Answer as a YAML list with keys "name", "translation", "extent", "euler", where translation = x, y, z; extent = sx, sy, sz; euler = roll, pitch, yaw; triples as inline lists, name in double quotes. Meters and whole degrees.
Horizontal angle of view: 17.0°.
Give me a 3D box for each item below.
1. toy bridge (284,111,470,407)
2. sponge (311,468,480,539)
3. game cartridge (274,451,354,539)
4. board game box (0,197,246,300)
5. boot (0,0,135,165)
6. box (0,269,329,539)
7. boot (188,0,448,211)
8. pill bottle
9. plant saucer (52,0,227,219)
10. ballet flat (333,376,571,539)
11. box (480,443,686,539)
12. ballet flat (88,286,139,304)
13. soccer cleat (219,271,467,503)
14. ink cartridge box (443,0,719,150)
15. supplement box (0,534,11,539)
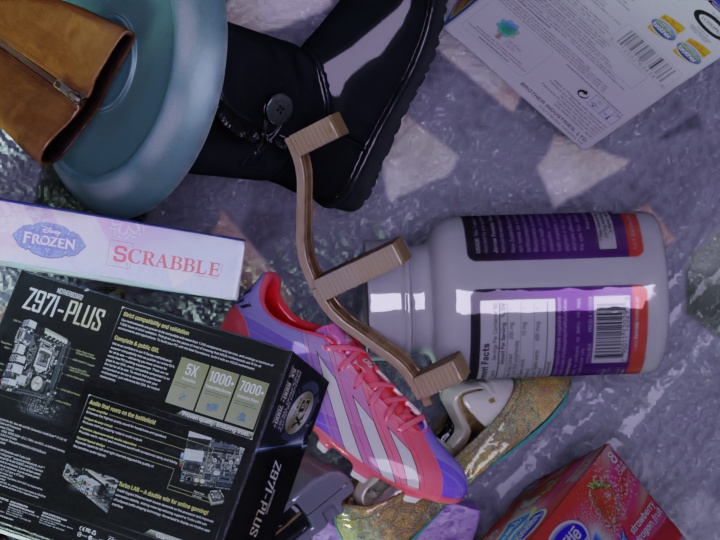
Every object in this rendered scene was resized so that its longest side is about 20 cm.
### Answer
- name: "toy bridge"
  translation: [0.000, 0.000, 1.572]
  extent: [0.067, 0.027, 0.200]
  euler: [-25, 96, 19]
- name: "sponge"
  translation: [0.008, 0.248, 1.687]
  extent: [0.111, 0.030, 0.200]
  euler: [13, 93, -4]
- name: "game cartridge"
  translation: [-0.108, 0.187, 1.618]
  extent: [0.200, 0.133, 0.041]
  euler: [-38, 108, -15]
- name: "board game box"
  translation: [-0.176, -0.014, 1.575]
  extent: [0.200, 0.200, 0.041]
  euler: [10, 88, -4]
- name: "boot"
  translation: [-0.228, -0.194, 1.578]
  extent: [0.200, 0.068, 0.189]
  euler: [33, 93, 29]
- name: "box"
  translation: [-0.146, 0.109, 1.537]
  extent: [0.200, 0.086, 0.164]
  euler: [15, 79, 20]
- name: "boot"
  translation: [-0.042, -0.144, 1.598]
  extent: [0.168, 0.076, 0.201]
  euler: [15, 99, -40]
- name: "pill bottle"
  translation: [0.102, 0.018, 1.635]
  extent: [0.199, 0.111, 0.112]
  euler: [-1, 94, -2]
- name: "plant saucer"
  translation: [-0.158, -0.134, 1.580]
  extent: [0.027, 0.200, 0.201]
  euler: [8, 94, -40]
- name: "ballet flat"
  translation: [0.060, 0.117, 1.643]
  extent: [0.200, 0.071, 0.071]
  euler: [-41, 95, -13]
- name: "box"
  translation: [0.123, 0.219, 1.604]
  extent: [0.100, 0.200, 0.095]
  euler: [51, 135, -4]
- name: "ballet flat"
  translation: [-0.240, 0.073, 1.644]
  extent: [0.200, 0.072, 0.072]
  euler: [-25, 95, -1]
- name: "soccer cleat"
  translation: [-0.007, 0.080, 1.584]
  extent: [0.200, 0.067, 0.077]
  euler: [33, 102, 16]
- name: "ink cartridge box"
  translation: [0.173, -0.183, 1.578]
  extent: [0.136, 0.200, 0.076]
  euler: [40, 49, -14]
- name: "supplement box"
  translation: [-0.231, 0.290, 1.662]
  extent: [0.109, 0.061, 0.200]
  euler: [-38, 93, 0]
